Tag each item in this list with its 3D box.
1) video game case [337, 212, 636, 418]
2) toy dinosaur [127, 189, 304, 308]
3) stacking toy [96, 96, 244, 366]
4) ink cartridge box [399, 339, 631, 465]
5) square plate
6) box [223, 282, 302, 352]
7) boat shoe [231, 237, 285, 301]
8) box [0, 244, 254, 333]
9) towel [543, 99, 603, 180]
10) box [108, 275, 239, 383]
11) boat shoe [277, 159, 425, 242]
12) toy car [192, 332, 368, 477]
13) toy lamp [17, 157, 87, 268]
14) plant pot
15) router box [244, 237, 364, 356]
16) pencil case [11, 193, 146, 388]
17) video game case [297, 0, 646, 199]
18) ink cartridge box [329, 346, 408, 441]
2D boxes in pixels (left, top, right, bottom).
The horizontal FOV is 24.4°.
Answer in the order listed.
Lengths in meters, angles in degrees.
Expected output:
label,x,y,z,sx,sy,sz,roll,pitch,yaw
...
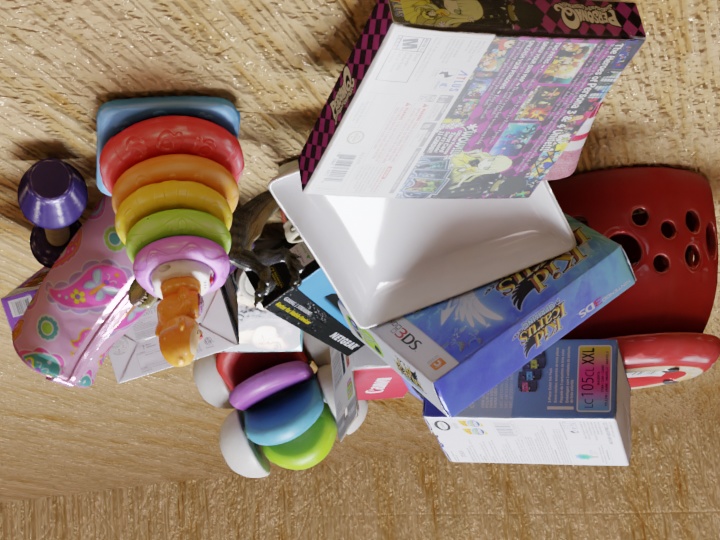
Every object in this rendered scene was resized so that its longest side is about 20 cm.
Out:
label,x,y,z,sx,sy,sz,roll,pitch,yaw
video game case,0.104,0.018,1.426,0.199,0.046,0.181,-35,-147,-11
toy dinosaur,-0.090,-0.016,1.296,0.200,0.088,0.048,-36,159,-45
stacking toy,-0.132,-0.021,1.199,0.109,0.201,0.116,-2,147,-10
ink cartridge box,0.134,0.117,1.470,0.198,0.077,0.137,-2,156,14
square plate,0.052,-0.050,1.330,0.198,0.029,0.199,-21,137,11
box,-0.156,0.037,1.670,0.198,0.083,0.049,-1,-151,-6
boat shoe,-0.036,-0.018,1.629,0.198,0.063,0.073,-8,125,-25
box,-0.202,0.001,1.477,0.198,0.039,0.137,-15,-168,11
towel,0.106,-0.119,1.193,0.143,0.023,0.200,-4,153,-9
box,-0.174,0.035,1.530,0.116,0.061,0.200,-17,-168,0
boat shoe,0.025,-0.071,1.373,0.198,0.063,0.071,-11,164,17
toy car,-0.099,0.124,1.877,0.174,0.201,0.150,-25,159,4
toy lamp,-0.252,-0.049,1.377,0.058,0.059,0.200,-3,169,-9
plant pot,0.241,0.016,1.572,0.198,0.184,0.200,-4,169,-1
router box,0.000,0.000,1.537,0.149,0.051,0.200,-35,155,10
pencil case,-0.202,0.003,1.359,0.200,0.088,0.087,-50,149,18
video game case,0.070,-0.114,1.127,0.180,0.036,0.200,0,151,-20
ink cartridge box,0.016,0.079,1.754,0.083,0.177,0.200,-3,167,-7
